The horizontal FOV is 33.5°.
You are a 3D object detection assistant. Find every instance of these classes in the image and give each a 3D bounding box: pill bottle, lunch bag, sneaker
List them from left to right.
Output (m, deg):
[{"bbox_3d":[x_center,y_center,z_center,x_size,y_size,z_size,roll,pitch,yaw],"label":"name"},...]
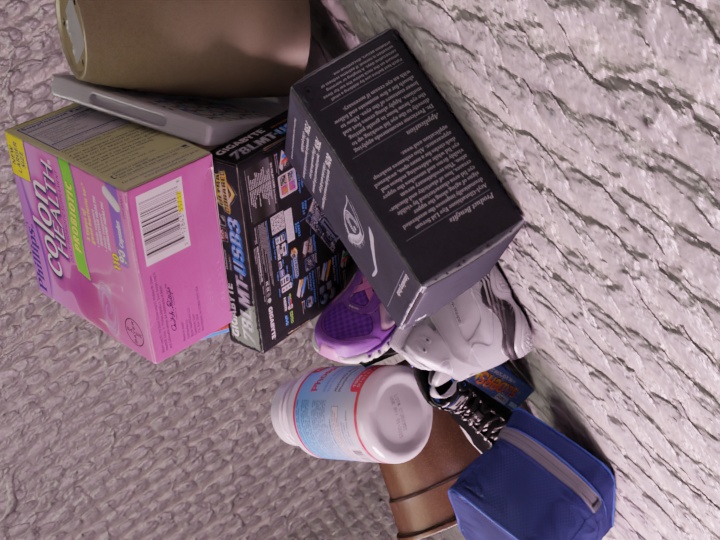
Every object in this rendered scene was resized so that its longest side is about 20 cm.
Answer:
[{"bbox_3d":[-0.016,0.166,1.399,0.199,0.109,0.109,-7,119,50],"label":"pill bottle"},{"bbox_3d":[0.023,0.006,1.168,0.080,0.200,0.089,27,142,26],"label":"sneaker"},{"bbox_3d":[0.068,0.018,1.111,0.201,0.114,0.075,59,169,-8],"label":"sneaker"},{"bbox_3d":[0.122,0.156,1.324,0.200,0.073,0.112,49,-165,5],"label":"sneaker"},{"bbox_3d":[0.184,0.239,1.220,0.135,0.132,0.201,36,163,25],"label":"lunch bag"}]

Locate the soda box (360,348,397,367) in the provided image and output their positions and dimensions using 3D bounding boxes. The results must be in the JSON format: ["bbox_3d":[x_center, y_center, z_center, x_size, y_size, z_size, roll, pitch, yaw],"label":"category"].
[{"bbox_3d":[0.000,0.000,1.354,0.071,0.063,0.202,34,-140,-51],"label":"soda box"}]

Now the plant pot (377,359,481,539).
[{"bbox_3d":[0.094,0.204,1.496,0.200,0.199,0.200,64,173,3],"label":"plant pot"}]

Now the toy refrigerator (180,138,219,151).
[{"bbox_3d":[-0.128,-0.105,1.222,0.070,0.198,0.076,65,143,40],"label":"toy refrigerator"}]

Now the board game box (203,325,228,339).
[{"bbox_3d":[-0.154,-0.035,1.358,0.056,0.198,0.198,-61,-48,-70],"label":"board game box"}]

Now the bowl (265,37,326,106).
[{"bbox_3d":[-0.082,-0.211,1.345,0.200,0.074,0.201,49,168,48],"label":"bowl"}]

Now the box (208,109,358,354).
[{"bbox_3d":[-0.056,-0.053,1.157,0.049,0.198,0.202,16,127,34],"label":"box"}]

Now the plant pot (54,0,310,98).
[{"bbox_3d":[-0.174,-0.240,1.113,0.187,0.198,0.189,39,136,51],"label":"plant pot"}]

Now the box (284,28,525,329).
[{"bbox_3d":[0.030,-0.071,1.005,0.201,0.104,0.148,56,167,9],"label":"box"}]

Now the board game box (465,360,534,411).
[{"bbox_3d":[0.090,0.052,1.272,0.135,0.034,0.200,36,-168,-48],"label":"board game box"}]

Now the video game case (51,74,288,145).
[{"bbox_3d":[-0.168,-0.162,1.170,0.180,0.024,0.200,19,-163,22],"label":"video game case"}]

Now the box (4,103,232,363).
[{"bbox_3d":[-0.225,-0.041,1.117,0.199,0.096,0.178,26,131,39],"label":"box"}]
